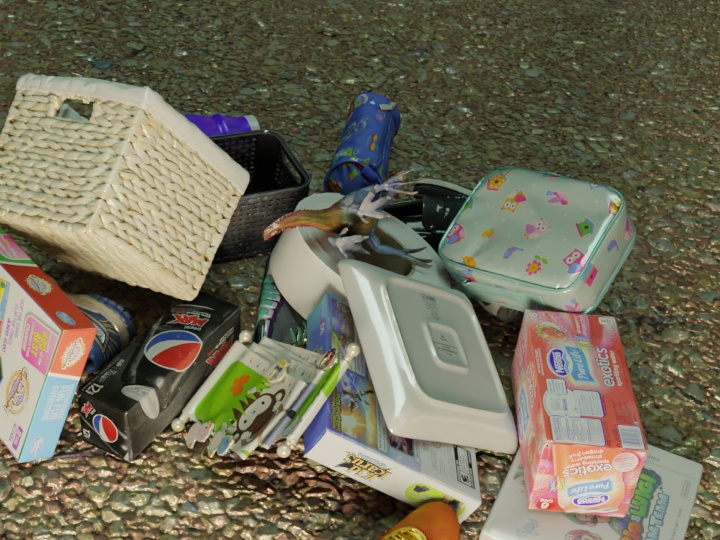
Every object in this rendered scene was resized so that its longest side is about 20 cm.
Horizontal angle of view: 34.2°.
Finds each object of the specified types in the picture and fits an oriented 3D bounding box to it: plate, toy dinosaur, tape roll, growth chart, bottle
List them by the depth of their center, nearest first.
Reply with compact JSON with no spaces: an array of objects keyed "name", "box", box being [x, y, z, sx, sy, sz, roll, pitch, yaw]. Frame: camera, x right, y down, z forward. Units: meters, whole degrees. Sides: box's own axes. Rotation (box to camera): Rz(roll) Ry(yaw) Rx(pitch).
[{"name":"growth chart","box":[-0.098,0.121,1.136,0.199,0.018,0.145,5,56,49]},{"name":"plate","box":[0.078,0.082,1.189,0.199,0.032,0.201,16,46,-43]},{"name":"toy dinosaur","box":[0.000,-0.075,1.280,0.198,0.106,0.182,15,13,-8]},{"name":"tape roll","box":[0.000,0.000,1.321,0.201,0.071,0.203,23,30,-14]},{"name":"bottle","box":[-0.230,-0.166,1.544,0.199,0.066,0.084,-14,44,-27]}]

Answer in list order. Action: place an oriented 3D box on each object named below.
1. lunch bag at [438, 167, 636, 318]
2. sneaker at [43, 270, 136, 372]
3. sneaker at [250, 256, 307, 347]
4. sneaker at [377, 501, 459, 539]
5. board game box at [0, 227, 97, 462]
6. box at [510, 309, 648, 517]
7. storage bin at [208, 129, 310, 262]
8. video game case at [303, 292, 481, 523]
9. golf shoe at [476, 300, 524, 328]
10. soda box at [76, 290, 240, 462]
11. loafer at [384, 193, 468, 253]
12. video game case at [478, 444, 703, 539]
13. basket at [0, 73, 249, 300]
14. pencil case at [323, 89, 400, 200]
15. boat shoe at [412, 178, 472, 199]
[{"name":"lunch bag","box":[0.192,-0.027,1.305,0.199,0.077,0.161,15,65,40]},{"name":"sneaker","box":[-0.344,0.052,1.242,0.198,0.077,0.085,16,43,11]},{"name":"sneaker","box":[-0.072,0.055,1.292,0.087,0.075,0.201,10,37,-5]},{"name":"sneaker","box":[0.030,0.267,1.035,0.073,0.078,0.200,31,44,21]},{"name":"board game box","box":[-0.350,0.067,1.156,0.200,0.154,0.040,39,26,33]},{"name":"box","box":[0.214,0.140,1.181,0.102,0.095,0.201,5,37,-4]},{"name":"storage bin","box":[-0.174,-0.089,1.436,0.198,0.094,0.135,-11,41,-24]},{"name":"video game case","box":[0.029,0.135,1.169,0.180,0.045,0.201,29,32,-22]},{"name":"golf shoe","box":[0.206,-0.030,1.400,0.094,0.078,0.201,22,66,33]},{"name":"soda box","box":[-0.202,0.103,1.203,0.063,0.071,0.200,20,39,20]},{"name":"loafer","box":[0.089,-0.059,1.421,0.199,0.071,0.069,-9,50,10]},{"name":"video game case","box":[0.234,0.231,1.164,0.181,0.024,0.200,20,40,15]},{"name":"basket","box":[-0.260,-0.086,1.234,0.197,0.200,0.162,12,75,33]},{"name":"pencil case","box":[0.007,-0.163,1.571,0.078,0.087,0.201,37,36,-17]},{"name":"boat shoe","box":[0.152,-0.062,1.489,0.199,0.061,0.074,21,-3,15]}]
